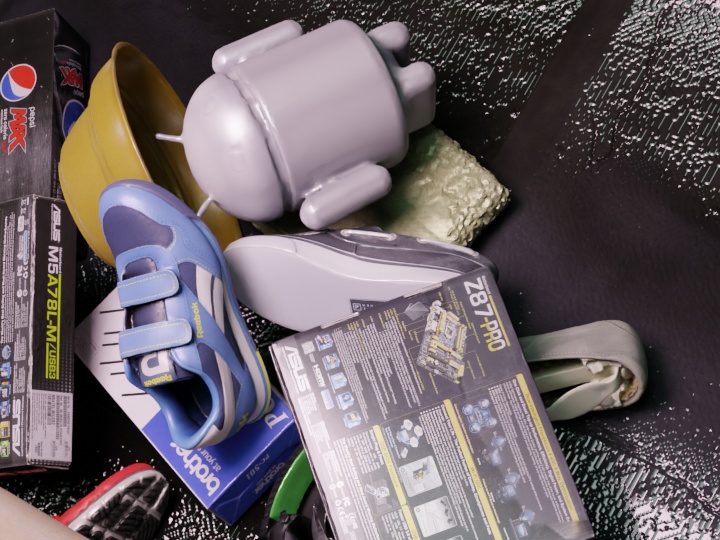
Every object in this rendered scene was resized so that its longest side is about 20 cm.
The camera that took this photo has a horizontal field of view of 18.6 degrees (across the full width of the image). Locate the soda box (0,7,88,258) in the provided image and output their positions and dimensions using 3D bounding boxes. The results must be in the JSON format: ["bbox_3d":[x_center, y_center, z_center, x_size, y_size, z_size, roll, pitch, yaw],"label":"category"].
[{"bbox_3d":[-0.262,-0.105,1.770,0.070,0.063,0.202,-11,63,18],"label":"soda box"}]

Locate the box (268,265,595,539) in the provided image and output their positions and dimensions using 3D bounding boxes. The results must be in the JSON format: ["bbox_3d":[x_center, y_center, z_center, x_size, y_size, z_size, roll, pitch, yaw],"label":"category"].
[{"bbox_3d":[0.046,0.115,1.441,0.160,0.049,0.201,-21,69,-1],"label":"box"}]

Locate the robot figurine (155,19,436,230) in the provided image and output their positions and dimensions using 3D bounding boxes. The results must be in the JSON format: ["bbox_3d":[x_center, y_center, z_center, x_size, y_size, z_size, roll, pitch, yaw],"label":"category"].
[{"bbox_3d":[-0.043,-0.106,1.585,0.199,0.113,0.170,-24,59,-12],"label":"robot figurine"}]

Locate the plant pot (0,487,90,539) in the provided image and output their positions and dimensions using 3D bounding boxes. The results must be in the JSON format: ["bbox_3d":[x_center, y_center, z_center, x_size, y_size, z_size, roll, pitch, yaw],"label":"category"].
[{"bbox_3d":[-0.228,0.244,1.483,0.183,0.201,0.201,36,84,12],"label":"plant pot"}]

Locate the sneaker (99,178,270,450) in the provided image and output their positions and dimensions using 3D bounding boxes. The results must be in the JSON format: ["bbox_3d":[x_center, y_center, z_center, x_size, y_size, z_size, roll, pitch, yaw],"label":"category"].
[{"bbox_3d":[-0.130,0.033,1.518,0.074,0.201,0.082,-15,17,38],"label":"sneaker"}]

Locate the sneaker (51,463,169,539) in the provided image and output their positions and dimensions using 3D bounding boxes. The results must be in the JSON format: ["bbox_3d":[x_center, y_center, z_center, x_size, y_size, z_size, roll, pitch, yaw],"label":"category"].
[{"bbox_3d":[-0.231,0.200,1.611,0.200,0.077,0.085,-39,52,2],"label":"sneaker"}]

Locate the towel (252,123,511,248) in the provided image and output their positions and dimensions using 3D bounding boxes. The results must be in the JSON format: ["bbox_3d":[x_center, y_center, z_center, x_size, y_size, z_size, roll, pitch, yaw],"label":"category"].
[{"bbox_3d":[0.006,-0.058,1.647,0.200,0.036,0.149,37,84,33],"label":"towel"}]

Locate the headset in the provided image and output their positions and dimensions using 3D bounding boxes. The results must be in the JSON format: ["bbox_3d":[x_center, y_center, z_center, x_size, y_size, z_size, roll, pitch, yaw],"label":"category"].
[{"bbox_3d":[-0.030,0.182,1.499,0.123,0.094,0.201,-33,39,32],"label":"headset"}]

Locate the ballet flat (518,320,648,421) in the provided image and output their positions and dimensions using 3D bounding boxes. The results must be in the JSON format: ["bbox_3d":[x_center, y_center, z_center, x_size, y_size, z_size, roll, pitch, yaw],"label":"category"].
[{"bbox_3d":[0.099,0.080,1.499,0.198,0.068,0.064,-12,42,1],"label":"ballet flat"}]

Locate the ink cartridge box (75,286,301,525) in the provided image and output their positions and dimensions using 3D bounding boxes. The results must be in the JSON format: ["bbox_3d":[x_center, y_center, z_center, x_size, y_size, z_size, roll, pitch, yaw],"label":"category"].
[{"bbox_3d":[-0.127,0.086,1.633,0.094,0.044,0.200,-44,57,0],"label":"ink cartridge box"}]

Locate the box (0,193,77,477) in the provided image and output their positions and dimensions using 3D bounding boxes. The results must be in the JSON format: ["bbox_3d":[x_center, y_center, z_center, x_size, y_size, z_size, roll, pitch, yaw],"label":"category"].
[{"bbox_3d":[-0.287,0.056,1.654,0.192,0.047,0.202,-13,73,47],"label":"box"}]

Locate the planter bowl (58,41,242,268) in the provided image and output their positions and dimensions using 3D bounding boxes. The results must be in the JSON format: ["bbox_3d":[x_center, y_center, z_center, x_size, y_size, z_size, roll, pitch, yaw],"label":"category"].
[{"bbox_3d":[-0.166,-0.061,1.625,0.083,0.200,0.202,-25,59,10],"label":"planter bowl"}]

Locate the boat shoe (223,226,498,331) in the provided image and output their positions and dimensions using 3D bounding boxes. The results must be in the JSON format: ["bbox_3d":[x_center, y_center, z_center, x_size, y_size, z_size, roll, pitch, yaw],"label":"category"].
[{"bbox_3d":[0.000,0.000,1.560,0.198,0.072,0.068,6,38,18],"label":"boat shoe"}]
